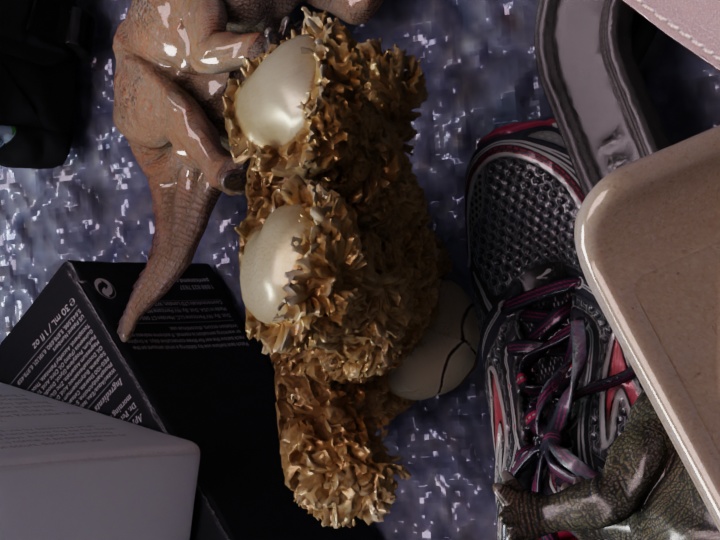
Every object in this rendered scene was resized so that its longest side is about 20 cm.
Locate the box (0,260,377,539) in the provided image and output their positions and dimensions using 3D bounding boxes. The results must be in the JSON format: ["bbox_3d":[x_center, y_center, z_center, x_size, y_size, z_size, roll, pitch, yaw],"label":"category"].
[{"bbox_3d":[-0.101,0.114,1.029,0.200,0.079,0.142,-48,59,30],"label":"box"}]

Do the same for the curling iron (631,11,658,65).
[{"bbox_3d":[0.102,-0.140,0.884,0.049,0.026,0.201,20,106,14],"label":"curling iron"}]

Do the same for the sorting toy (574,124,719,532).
[{"bbox_3d":[0.174,0.037,0.749,0.201,0.184,0.036,64,164,11],"label":"sorting toy"}]

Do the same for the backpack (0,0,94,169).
[{"bbox_3d":[-0.211,-0.117,1.034,0.153,0.199,0.164,0,92,39],"label":"backpack"}]

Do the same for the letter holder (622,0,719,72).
[{"bbox_3d":[0.098,-0.153,0.800,0.200,0.100,0.142,46,103,17],"label":"letter holder"}]

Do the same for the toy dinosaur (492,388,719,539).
[{"bbox_3d":[0.102,0.079,0.774,0.102,0.077,0.201,-26,58,24],"label":"toy dinosaur"}]

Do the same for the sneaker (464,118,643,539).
[{"bbox_3d":[0.072,0.049,0.886,0.080,0.074,0.201,-24,76,38],"label":"sneaker"}]

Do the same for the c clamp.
[{"bbox_3d":[0.144,-0.040,0.844,0.170,0.027,0.201,-32,74,21],"label":"c clamp"}]

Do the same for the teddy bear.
[{"bbox_3d":[0.000,0.000,0.881,0.066,0.200,0.146,-6,53,4],"label":"teddy bear"}]

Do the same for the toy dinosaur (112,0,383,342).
[{"bbox_3d":[-0.057,-0.082,0.982,0.135,0.086,0.201,28,109,36],"label":"toy dinosaur"}]

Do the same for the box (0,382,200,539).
[{"bbox_3d":[-0.167,0.113,0.967,0.199,0.106,0.153,13,99,39],"label":"box"}]
